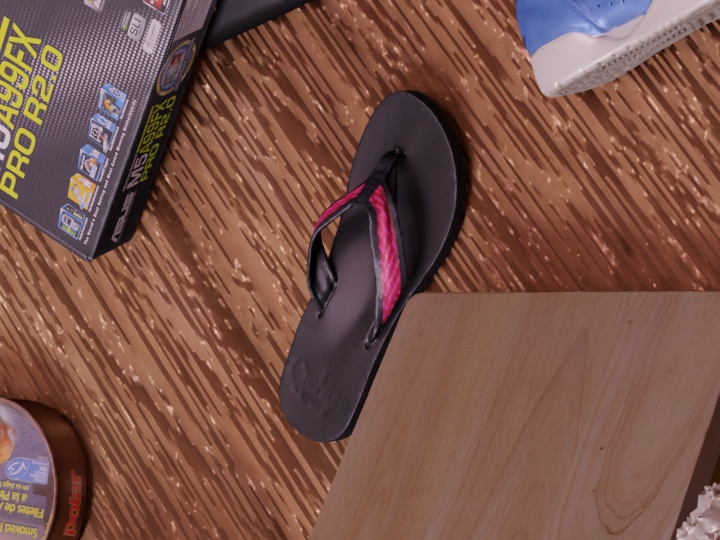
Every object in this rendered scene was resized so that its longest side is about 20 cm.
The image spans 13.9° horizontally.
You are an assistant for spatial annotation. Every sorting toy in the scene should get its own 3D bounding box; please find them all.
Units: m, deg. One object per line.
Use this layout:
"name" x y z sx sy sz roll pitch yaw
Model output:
"sorting toy" 0.089 0.110 1.453 0.198 0.070 0.200 0 52 34

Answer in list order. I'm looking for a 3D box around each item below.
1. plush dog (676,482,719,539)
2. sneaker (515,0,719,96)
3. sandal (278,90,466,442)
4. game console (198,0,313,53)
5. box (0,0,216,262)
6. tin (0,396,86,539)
"plush dog" 0.255 0.104 1.357 0.199 0.160 0.172 13 80 10
"sneaker" 0.152 -0.173 1.473 0.200 0.077 0.112 -26 80 40
"sandal" 0.000 0.000 1.599 0.075 0.045 0.201 29 104 36
"game console" -0.107 -0.223 1.717 0.200 0.116 0.176 -21 104 36
"box" -0.176 -0.129 1.693 0.160 0.044 0.200 33 121 17
"tin" -0.245 0.129 1.786 0.199 0.042 0.112 6 86 38
